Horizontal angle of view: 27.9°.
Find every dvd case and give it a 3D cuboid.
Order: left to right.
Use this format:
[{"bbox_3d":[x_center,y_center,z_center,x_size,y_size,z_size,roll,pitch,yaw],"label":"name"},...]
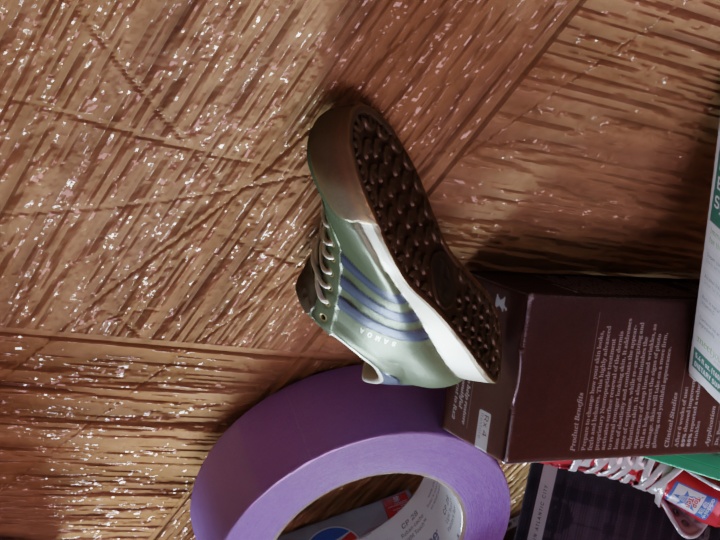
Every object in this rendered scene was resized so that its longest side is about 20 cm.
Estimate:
[{"bbox_3d":[0.206,0.234,1.056,0.198,0.150,0.016,13,179,12],"label":"dvd case"}]

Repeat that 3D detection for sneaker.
[{"bbox_3d":[0.000,0.000,0.756,0.089,0.068,0.201,-10,138,25],"label":"sneaker"},{"bbox_3d":[0.186,0.132,1.002,0.198,0.113,0.071,-7,144,-21],"label":"sneaker"}]

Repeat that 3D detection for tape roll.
[{"bbox_3d":[-0.006,0.157,0.931,0.198,0.066,0.201,-12,131,-14],"label":"tape roll"}]

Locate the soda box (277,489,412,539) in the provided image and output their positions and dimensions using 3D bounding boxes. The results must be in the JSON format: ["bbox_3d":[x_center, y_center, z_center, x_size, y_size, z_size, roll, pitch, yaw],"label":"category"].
[{"bbox_3d":[-0.043,0.233,1.054,0.198,0.064,0.070,-19,146,-4],"label":"soda box"}]

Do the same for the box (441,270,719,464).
[{"bbox_3d":[0.153,0.058,0.882,0.199,0.075,0.101,3,101,-33],"label":"box"}]

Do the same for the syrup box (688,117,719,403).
[{"bbox_3d":[0.243,-0.016,0.800,0.081,0.079,0.202,-11,120,-18],"label":"syrup box"}]

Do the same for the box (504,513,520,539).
[{"bbox_3d":[0.184,0.301,1.186,0.165,0.165,0.200,-28,146,7],"label":"box"}]

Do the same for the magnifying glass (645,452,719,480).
[{"bbox_3d":[0.200,0.113,0.943,0.198,0.023,0.080,8,-171,10],"label":"magnifying glass"}]
